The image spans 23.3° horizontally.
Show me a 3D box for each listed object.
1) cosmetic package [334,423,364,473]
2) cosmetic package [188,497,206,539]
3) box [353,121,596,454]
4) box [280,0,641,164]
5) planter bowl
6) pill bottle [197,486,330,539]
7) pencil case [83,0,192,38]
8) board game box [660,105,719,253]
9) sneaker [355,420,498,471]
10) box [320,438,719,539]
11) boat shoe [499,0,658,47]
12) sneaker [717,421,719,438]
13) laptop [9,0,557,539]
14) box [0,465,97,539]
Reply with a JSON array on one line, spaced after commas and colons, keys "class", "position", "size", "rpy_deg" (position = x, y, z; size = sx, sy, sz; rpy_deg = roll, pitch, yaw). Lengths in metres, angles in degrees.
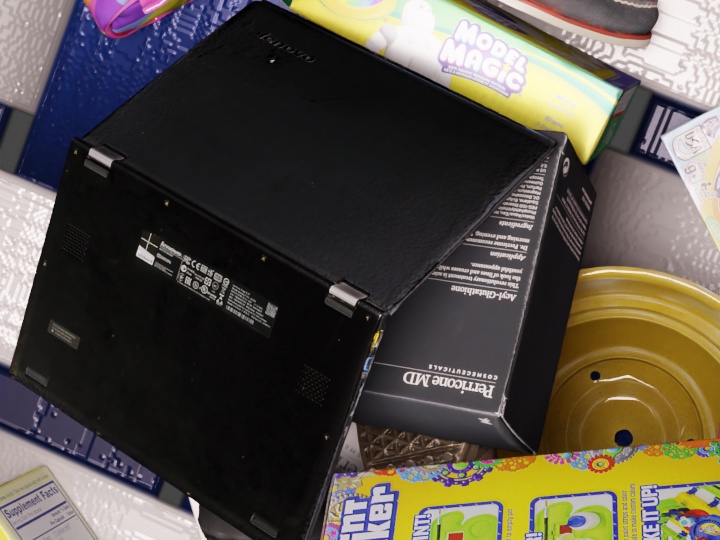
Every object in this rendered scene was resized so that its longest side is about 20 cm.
[{"class": "cosmetic package", "position": [0.021, 0.015, 0.965], "size": [0.101, 0.071, 0.200], "rpy_deg": [32, 100, 7]}, {"class": "cosmetic package", "position": [-0.042, 0.191, 0.983], "size": [0.050, 0.083, 0.201], "rpy_deg": [-16, 91, 12]}, {"class": "box", "position": [0.000, 0.000, 0.859], "size": [0.199, 0.079, 0.142], "rpy_deg": [9, 71, 23]}, {"class": "box", "position": [0.047, -0.125, 0.926], "size": [0.200, 0.117, 0.048], "rpy_deg": [27, 104, 8]}, {"class": "planter bowl", "position": [0.140, 0.095, 0.940], "size": [0.200, 0.083, 0.201], "rpy_deg": [1, 94, 12]}, {"class": "pill bottle", "position": [-0.039, 0.208, 0.887], "size": [0.111, 0.112, 0.201], "rpy_deg": [1, 94, 11]}, {"class": "pencil case", "position": [-0.151, -0.228, 0.976], "size": [0.088, 0.088, 0.200], "rpy_deg": [-30, 87, 11]}, {"class": "board game box", "position": [0.265, -0.014, 0.934], "size": [0.134, 0.034, 0.200], "rpy_deg": [-28, 88, 11]}, {"class": "sneaker", "position": [0.040, 0.108, 0.891], "size": [0.070, 0.076, 0.201], "rpy_deg": [-3, 71, 17]}, {"class": "box", "position": [0.093, 0.191, 0.746], "size": [0.192, 0.122, 0.200], "rpy_deg": [-6, 124, 11]}, {"class": "boat shoe", "position": [0.074, -0.174, 0.916], "size": [0.199, 0.071, 0.063], "rpy_deg": [21, 103, -15]}, {"class": "sneaker", "position": [0.243, 0.050, 0.846], "size": [0.088, 0.081, 0.200], "rpy_deg": [38, 57, -7]}, {"class": "laptop", "position": [-0.041, -0.003, 0.828], "size": [0.187, 0.116, 0.201], "rpy_deg": [29, 111, 27]}, {"class": "box", "position": [-0.209, 0.249, 1.012], "size": [0.176, 0.097, 0.200], "rpy_deg": [-36, 86, 11]}]
